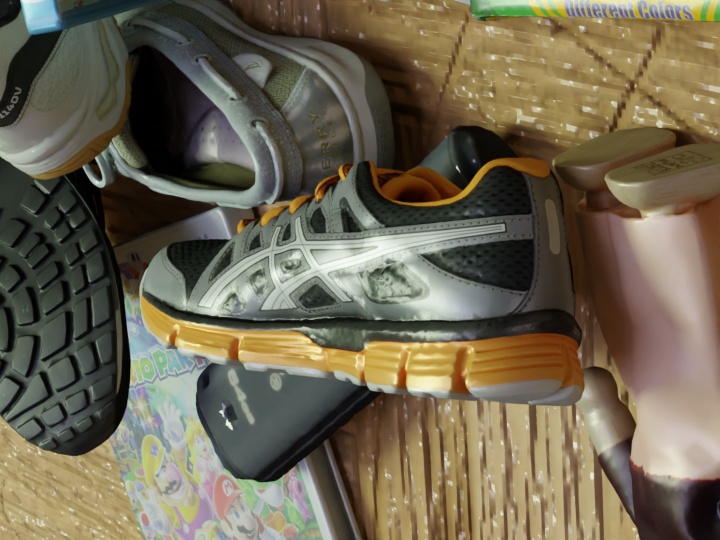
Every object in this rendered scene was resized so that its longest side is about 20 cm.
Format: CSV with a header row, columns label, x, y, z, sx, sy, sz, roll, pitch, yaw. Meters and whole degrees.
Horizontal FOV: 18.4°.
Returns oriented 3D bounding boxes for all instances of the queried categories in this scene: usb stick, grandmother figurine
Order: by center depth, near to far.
label,x,y,z,sx,sy,sz,roll,pitch,yaw
grandmother figurine,0.110,0.060,0.715,0.121,0.060,0.202,-138,35,-70
usb stick,0.000,0.017,0.827,0.056,0.032,0.200,57,134,10

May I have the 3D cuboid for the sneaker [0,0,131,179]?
label,x,y,z,sx,sy,sz,roll,pitch,yaw
sneaker,-0.146,-0.134,0.850,0.075,0.088,0.201,-34,58,17

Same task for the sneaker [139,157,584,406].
label,x,y,z,sx,sy,sz,roll,pitch,yaw
sneaker,0.000,0.000,0.753,0.199,0.078,0.078,4,90,45

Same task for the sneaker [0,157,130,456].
label,x,y,z,sx,sy,sz,roll,pitch,yaw
sneaker,-0.127,-0.013,0.934,0.075,0.087,0.201,-30,64,16

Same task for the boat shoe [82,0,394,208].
label,x,y,z,sx,sy,sz,roll,pitch,yaw
boat shoe,-0.069,-0.062,0.861,0.201,0.064,0.075,21,121,49

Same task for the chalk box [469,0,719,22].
label,x,y,z,sx,sy,sz,roll,pitch,yaw
chalk box,0.097,-0.173,0.572,0.123,0.124,0.202,8,111,48

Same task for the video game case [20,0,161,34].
label,x,y,z,sx,sy,sz,roll,pitch,yaw
video game case,-0.091,-0.193,0.773,0.018,0.143,0.202,-6,102,30

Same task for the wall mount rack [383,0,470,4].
label,x,y,z,sx,sy,sz,roll,pitch,yaw
wall mount rack,-0.003,-0.172,0.688,0.199,0.075,0.174,26,143,-13

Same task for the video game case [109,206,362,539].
label,x,y,z,sx,sy,sz,roll,pitch,yaw
video game case,-0.061,0.080,0.954,0.143,0.018,0.202,-16,93,52
